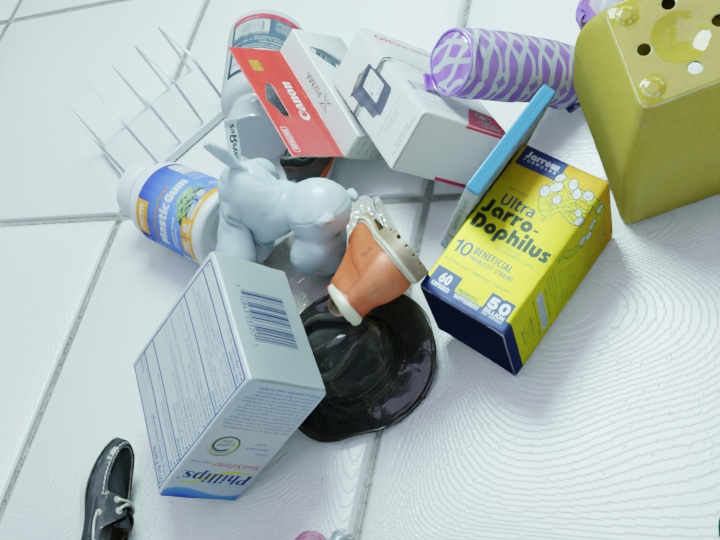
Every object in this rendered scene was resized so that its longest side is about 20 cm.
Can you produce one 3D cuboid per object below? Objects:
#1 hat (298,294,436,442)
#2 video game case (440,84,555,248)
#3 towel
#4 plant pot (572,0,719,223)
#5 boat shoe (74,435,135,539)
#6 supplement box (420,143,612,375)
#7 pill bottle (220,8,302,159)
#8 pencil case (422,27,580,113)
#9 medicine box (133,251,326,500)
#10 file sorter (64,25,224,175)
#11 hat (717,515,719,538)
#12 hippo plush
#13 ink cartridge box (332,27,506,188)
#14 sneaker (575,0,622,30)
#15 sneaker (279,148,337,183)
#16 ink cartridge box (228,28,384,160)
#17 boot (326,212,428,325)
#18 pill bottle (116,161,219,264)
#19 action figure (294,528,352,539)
[{"bbox_3d":[-0.019,0.088,1.017,0.198,0.081,0.203,-10,61,18],"label":"hat"},{"bbox_3d":[0.148,-0.107,1.017,0.018,0.200,0.144,36,76,7],"label":"video game case"},{"bbox_3d":[-0.040,-0.007,1.137,0.199,0.035,0.133,-32,49,4],"label":"towel"},{"bbox_3d":[0.329,-0.193,0.941,0.192,0.200,0.198,-19,71,13],"label":"plant pot"},{"bbox_3d":[-0.285,0.288,1.030,0.060,0.074,0.202,-1,61,26],"label":"boat shoe"},{"bbox_3d":[0.171,-0.012,0.977,0.108,0.110,0.201,30,74,29],"label":"supplement box"},{"bbox_3d":[-0.139,-0.262,1.306,0.118,0.120,0.202,-12,54,18],"label":"pill bottle"},{"bbox_3d":[0.176,-0.237,1.084,0.085,0.198,0.085,-22,70,54],"label":"pencil case"},{"bbox_3d":[-0.152,0.119,1.009,0.200,0.102,0.183,-51,43,28],"label":"medicine box"},{"bbox_3d":[-0.323,-0.252,1.388,0.200,0.125,0.139,-42,50,-6],"label":"file sorter"},{"bbox_3d":[0.341,0.237,0.791,0.197,0.177,0.167,12,53,-11],"label":"hat"},{"bbox_3d":[-0.082,-0.078,1.095,0.158,0.202,0.160,7,29,10],"label":"hippo plush"},{"bbox_3d":[0.072,-0.200,1.132,0.085,0.143,0.201,-57,42,28],"label":"ink cartridge box"},{"bbox_3d":[0.315,-0.314,1.150,0.087,0.081,0.202,-14,48,25],"label":"sneaker"},{"bbox_3d":[-0.054,-0.198,1.242,0.076,0.082,0.202,1,55,28],"label":"sneaker"},{"bbox_3d":[-0.054,-0.230,1.185,0.045,0.175,0.201,-50,59,36],"label":"ink cartridge box"},{"bbox_3d":[0.000,0.000,1.000,0.107,0.075,0.200,-42,12,0],"label":"boot"},{"bbox_3d":[-0.240,-0.082,1.237,0.199,0.112,0.113,22,69,36],"label":"pill bottle"},{"bbox_3d":[-0.089,0.297,0.887,0.198,0.149,0.135,-21,43,30],"label":"action figure"}]
